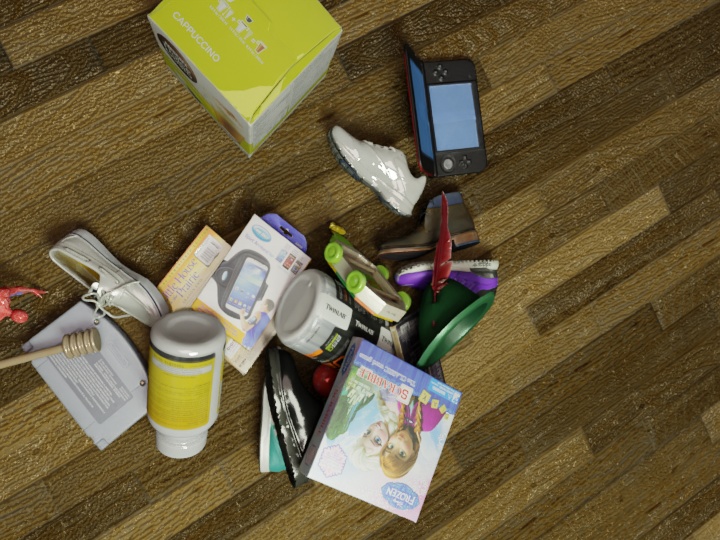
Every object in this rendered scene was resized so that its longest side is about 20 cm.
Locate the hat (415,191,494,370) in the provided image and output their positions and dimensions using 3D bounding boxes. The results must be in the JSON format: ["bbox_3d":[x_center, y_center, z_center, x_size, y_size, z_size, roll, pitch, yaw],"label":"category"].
[{"bbox_3d":[0.110,0.031,0.925,0.198,0.167,0.177,-36,70,-18],"label":"hat"}]

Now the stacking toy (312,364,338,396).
[{"bbox_3d":[0.008,0.218,0.956,0.195,0.085,0.087,29,84,-3],"label":"stacking toy"}]

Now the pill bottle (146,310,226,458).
[{"bbox_3d":[-0.264,0.174,0.850,0.108,0.113,0.207,7,113,-11],"label":"pill bottle"}]

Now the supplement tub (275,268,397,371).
[{"bbox_3d":[-0.029,0.094,0.897,0.197,0.121,0.126,31,82,-34],"label":"supplement tub"}]

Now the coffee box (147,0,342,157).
[{"bbox_3d":[-0.171,-0.336,0.859,0.200,0.197,0.201,45,81,-7],"label":"coffee box"}]

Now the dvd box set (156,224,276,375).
[{"bbox_3d":[-0.222,0.049,0.926,0.199,0.029,0.148,40,81,-9],"label":"dvd box set"}]

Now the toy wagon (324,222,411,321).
[{"bbox_3d":[0.000,0.000,0.921,0.040,0.154,0.201,-47,54,13],"label":"toy wagon"}]

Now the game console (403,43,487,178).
[{"bbox_3d":[0.149,-0.272,0.967,0.166,0.119,0.208,-8,91,-11],"label":"game console"}]

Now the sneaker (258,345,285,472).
[{"bbox_3d":[-0.103,0.229,0.921,0.116,0.084,0.208,4,96,-7],"label":"sneaker"}]

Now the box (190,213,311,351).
[{"bbox_3d":[-0.167,0.010,0.904,0.118,0.041,0.203,35,84,-10],"label":"box"}]

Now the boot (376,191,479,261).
[{"bbox_3d":[0.110,-0.077,0.987,0.193,0.075,0.101,-9,80,-21],"label":"boot"}]

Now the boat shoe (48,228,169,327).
[{"bbox_3d":[-0.386,0.028,0.853,0.202,0.087,0.074,44,125,-6],"label":"boat shoe"}]

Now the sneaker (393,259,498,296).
[{"bbox_3d":[0.155,0.034,0.988,0.192,0.069,0.104,-2,92,-11],"label":"sneaker"}]

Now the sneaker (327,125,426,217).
[{"bbox_3d":[0.028,-0.181,0.963,0.198,0.074,0.088,38,88,-17],"label":"sneaker"}]

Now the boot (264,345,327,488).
[{"bbox_3d":[-0.057,0.203,0.859,0.153,0.079,0.219,-15,95,-21],"label":"boot"}]

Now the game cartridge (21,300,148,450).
[{"bbox_3d":[-0.412,0.158,0.883,0.132,0.040,0.203,-36,96,-7],"label":"game cartridge"}]

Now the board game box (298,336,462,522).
[{"bbox_3d":[0.035,0.234,0.831,0.196,0.041,0.205,28,77,-21],"label":"board game box"}]

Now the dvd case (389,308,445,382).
[{"bbox_3d":[0.106,0.176,0.949,0.016,0.148,0.207,-14,92,27],"label":"dvd case"}]

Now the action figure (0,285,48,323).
[{"bbox_3d":[-0.563,0.034,0.845,0.194,0.099,0.067,23,88,12],"label":"action figure"}]

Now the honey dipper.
[{"bbox_3d":[-0.488,0.126,0.833,0.193,0.038,0.039,-14,92,-10],"label":"honey dipper"}]
